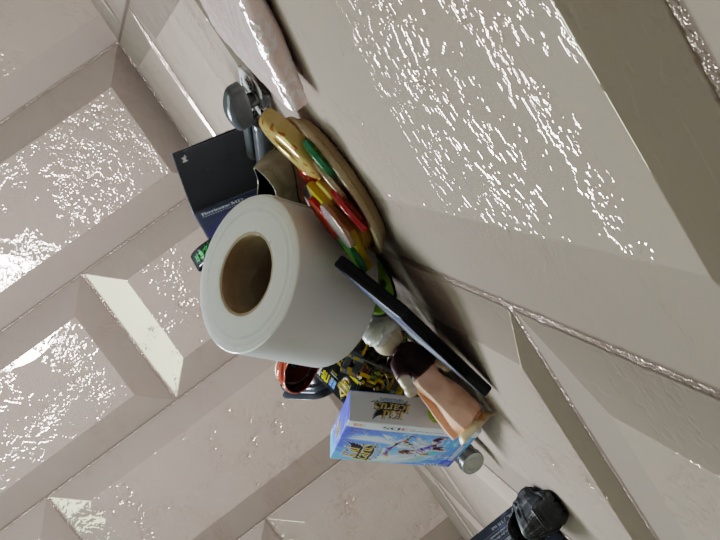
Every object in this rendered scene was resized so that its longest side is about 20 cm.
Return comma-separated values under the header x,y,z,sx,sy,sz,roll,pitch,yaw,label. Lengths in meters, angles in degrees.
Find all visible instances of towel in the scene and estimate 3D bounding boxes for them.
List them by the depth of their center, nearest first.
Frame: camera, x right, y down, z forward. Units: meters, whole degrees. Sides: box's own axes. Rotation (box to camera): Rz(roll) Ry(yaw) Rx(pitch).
x,y,z,sx,sy,sz,roll,pitch,yaw,label
-0.132,-0.279,1.079,0.191,0.032,0.200,50,171,40,towel

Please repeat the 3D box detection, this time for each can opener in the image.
x,y,z,sx,sy,sz,roll,pitch,yaw,label
-0.150,-0.193,1.417,0.053,0.067,0.200,50,162,22,can opener

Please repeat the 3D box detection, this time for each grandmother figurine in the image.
x,y,z,sx,sy,sz,roll,pitch,yaw,label
0.079,0.135,1.376,0.200,0.061,0.121,46,-162,11,grandmother figurine

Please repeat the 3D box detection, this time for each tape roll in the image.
x,y,z,sx,sy,sz,roll,pitch,yaw,label
-0.094,0.017,1.369,0.139,0.204,0.203,14,-156,-42,tape roll

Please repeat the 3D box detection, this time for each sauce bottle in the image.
x,y,z,sx,sy,sz,roll,pitch,yaw,label
0.133,0.260,1.740,0.065,0.065,0.200,59,173,-36,sauce bottle

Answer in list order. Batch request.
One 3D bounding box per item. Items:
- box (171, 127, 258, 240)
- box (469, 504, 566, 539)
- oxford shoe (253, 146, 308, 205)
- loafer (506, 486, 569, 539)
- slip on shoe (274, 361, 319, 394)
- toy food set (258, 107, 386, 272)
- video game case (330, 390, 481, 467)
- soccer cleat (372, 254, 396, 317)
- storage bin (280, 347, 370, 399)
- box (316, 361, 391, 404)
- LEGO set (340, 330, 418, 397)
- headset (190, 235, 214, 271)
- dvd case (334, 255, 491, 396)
x,y,z,sx,sy,sz,roll,pitch,yaw,label
-0.183,-0.122,1.610,0.200,0.147,0.105,74,173,-73,box
0.251,0.456,1.546,0.200,0.148,0.107,44,168,53,box
-0.112,-0.082,1.486,0.070,0.075,0.201,28,140,40,oxford shoe
0.227,0.334,1.440,0.068,0.070,0.201,53,173,10,loafer
-0.065,0.092,1.519,0.074,0.201,0.061,16,-155,-23,slip on shoe
-0.037,-0.095,1.247,0.198,0.049,0.200,49,171,37,toy food set
0.058,0.225,1.487,0.200,0.180,0.046,110,165,-64,video game case
0.000,0.000,1.441,0.081,0.068,0.200,34,-170,-46,soccer cleat
-0.062,0.097,1.721,0.145,0.200,0.135,-6,113,48,storage bin
0.039,0.177,1.595,0.199,0.050,0.160,19,-169,-29,box
0.041,0.096,1.513,0.153,0.117,0.200,24,-173,4,LEGO set
-0.159,-0.035,1.561,0.094,0.123,0.200,59,-149,4,headset
0.063,0.066,1.254,0.143,0.018,0.200,38,176,47,dvd case
